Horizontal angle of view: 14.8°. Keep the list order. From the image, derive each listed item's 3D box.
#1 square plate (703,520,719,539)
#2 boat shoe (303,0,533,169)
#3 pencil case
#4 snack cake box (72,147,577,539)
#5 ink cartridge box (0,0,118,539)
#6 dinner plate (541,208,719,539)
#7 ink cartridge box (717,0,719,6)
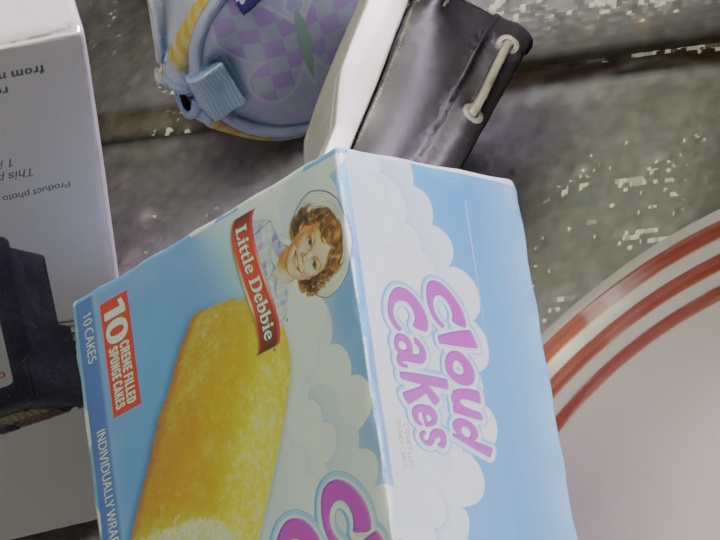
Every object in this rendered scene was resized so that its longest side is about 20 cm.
[{"bbox_3d":[0.173,0.082,0.721,0.200,0.029,0.198,-47,48,-14],"label":"square plate"},{"bbox_3d":[0.000,0.000,0.853,0.060,0.074,0.201,21,66,-4],"label":"boat shoe"},{"bbox_3d":[-0.054,-0.131,0.974,0.091,0.083,0.200,-40,45,11],"label":"pencil case"},{"bbox_3d":[-0.005,0.084,0.709,0.115,0.067,0.201,-29,61,42],"label":"snack cake box"},{"bbox_3d":[-0.125,-0.033,0.841,0.084,0.201,0.145,-11,46,-9],"label":"ink cartridge box"},{"bbox_3d":[0.094,0.051,0.755,0.200,0.024,0.201,-33,25,17],"label":"dinner plate"},{"bbox_3d":[0.139,-0.145,0.805,0.103,0.200,0.060,-2,52,26],"label":"ink cartridge box"}]
